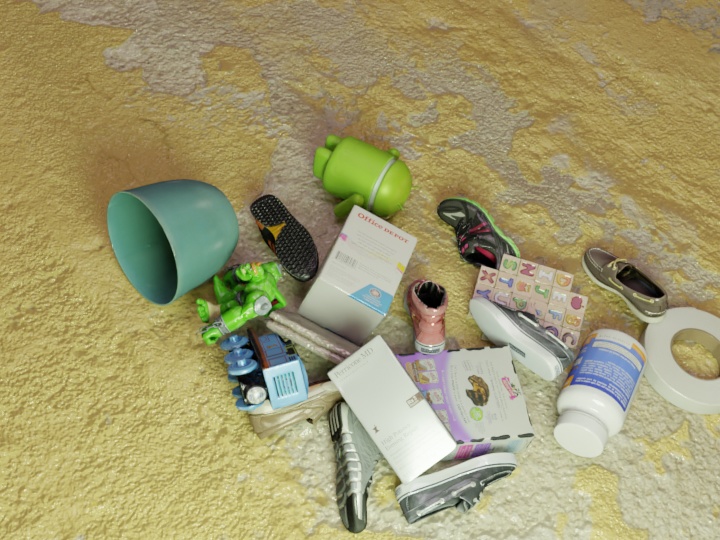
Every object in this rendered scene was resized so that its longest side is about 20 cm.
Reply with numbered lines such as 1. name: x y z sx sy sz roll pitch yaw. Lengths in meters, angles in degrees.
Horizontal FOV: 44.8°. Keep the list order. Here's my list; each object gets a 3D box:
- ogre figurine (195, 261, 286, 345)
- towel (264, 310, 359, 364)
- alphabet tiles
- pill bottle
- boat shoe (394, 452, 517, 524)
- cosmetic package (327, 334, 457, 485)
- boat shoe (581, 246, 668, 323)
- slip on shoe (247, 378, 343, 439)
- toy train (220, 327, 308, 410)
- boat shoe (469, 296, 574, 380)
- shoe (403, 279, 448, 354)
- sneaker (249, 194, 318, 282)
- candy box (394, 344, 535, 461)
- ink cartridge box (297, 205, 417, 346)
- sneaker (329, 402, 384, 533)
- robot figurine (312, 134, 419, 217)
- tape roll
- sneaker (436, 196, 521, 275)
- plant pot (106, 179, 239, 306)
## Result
1. ogre figurine: -0.192 0.041 1.444 0.119 0.200 0.099 -20 96 15
2. towel: -0.056 0.121 1.419 0.199 0.133 0.035 27 93 10
3. alphabet tiles: 0.298 0.065 1.552 0.199 0.006 0.167 17 73 4
4. pill bottle: 0.390 0.202 1.434 0.112 0.112 0.200 28 54 12
5. boat shoe: 0.154 0.334 1.326 0.199 0.072 0.068 -13 58 -17
6. cosmetic package: 0.047 0.204 1.296 0.102 0.074 0.200 -37 84 0
7. boat shoe: 0.485 0.013 1.602 0.072 0.060 0.200 -23 47 -18
8. slip on shoe: -0.079 0.213 1.387 0.199 0.076 0.061 -14 88 -23
9. toy train: -0.150 0.150 1.357 0.114 0.087 0.200 -13 18 -11
10. boat shoe: 0.273 0.101 1.479 0.068 0.072 0.200 -35 53 -24
11. shoe: 0.115 0.049 1.480 0.071 0.091 0.200 2 30 -2
12. sneaker: -0.125 -0.046 1.550 0.070 0.090 0.200 -31 57 -8
13. candy box: 0.161 0.215 1.414 0.199 0.072 0.168 -3 54 -10
14. ink cartridge box: 0.000 0.000 1.502 0.128 0.125 0.200 29 53 -4
15. sneaker: 0.022 0.297 1.335 0.115 0.075 0.201 4 61 -21
16. robot figurine: 0.009 -0.178 1.653 0.199 0.116 0.176 27 50 11
17. tape roll: 0.593 0.156 1.546 0.202 0.037 0.204 4 54 -5
18. sneaker: 0.211 -0.063 1.624 0.084 0.077 0.200 -30 62 -31
19. plant pot: -0.304 -0.063 1.480 0.161 0.201 0.201 -28 61 -39
